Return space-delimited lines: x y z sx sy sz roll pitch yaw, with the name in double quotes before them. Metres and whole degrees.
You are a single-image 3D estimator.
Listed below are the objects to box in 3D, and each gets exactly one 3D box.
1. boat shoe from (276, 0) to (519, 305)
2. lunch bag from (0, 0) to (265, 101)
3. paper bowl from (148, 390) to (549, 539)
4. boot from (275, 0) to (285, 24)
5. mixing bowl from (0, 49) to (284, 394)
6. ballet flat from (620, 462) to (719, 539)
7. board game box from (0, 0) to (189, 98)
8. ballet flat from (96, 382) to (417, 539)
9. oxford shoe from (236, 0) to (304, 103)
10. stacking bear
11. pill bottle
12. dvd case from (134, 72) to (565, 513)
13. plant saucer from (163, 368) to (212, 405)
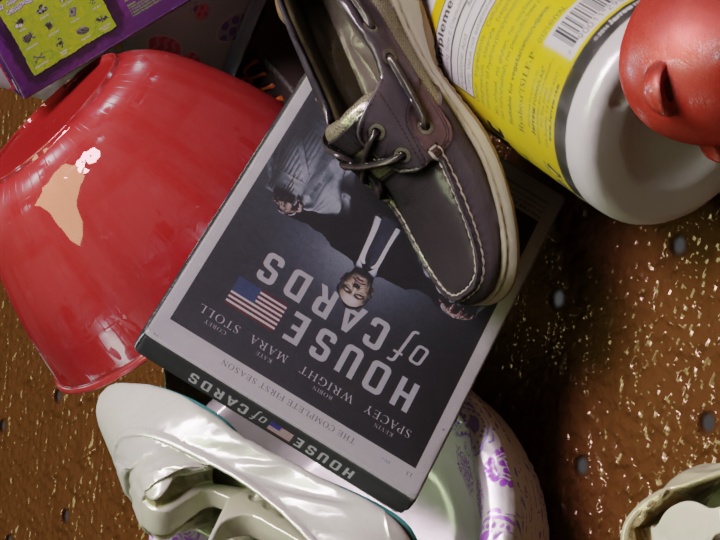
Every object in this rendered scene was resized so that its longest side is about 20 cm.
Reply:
"boat shoe" 0.011 -0.072 0.956 0.072 0.065 0.201 -33 75 52
"lunch bag" -0.136 -0.196 1.138 0.200 0.169 0.127 -65 33 19
"paper bowl" 0.000 0.143 1.029 0.200 0.104 0.201 -10 67 23
"boot" -0.016 -0.207 1.030 0.075 0.074 0.201 21 121 38
"mixing bowl" -0.126 -0.044 1.062 0.200 0.108 0.200 -38 21 17
"ballet flat" 0.188 0.104 0.852 0.200 0.069 0.070 -22 67 50
"board game box" -0.124 -0.193 1.059 0.032 0.200 0.120 37 156 56
"ballet flat" -0.066 0.112 0.967 0.200 0.069 0.070 24 105 28
"oxford shoe" -0.044 -0.100 1.191 0.071 0.072 0.200 -46 50 39
"stacking bear" 0.158 -0.148 0.834 0.113 0.121 0.201 3 72 30
"pill bottle" 0.096 -0.111 0.973 0.200 0.111 0.112 42 118 48
"dvd case" 0.000 0.000 0.981 0.200 0.150 0.025 -61 4 -35
"plant saucer" -0.104 0.064 1.216 0.200 0.034 0.201 178 90 -84
